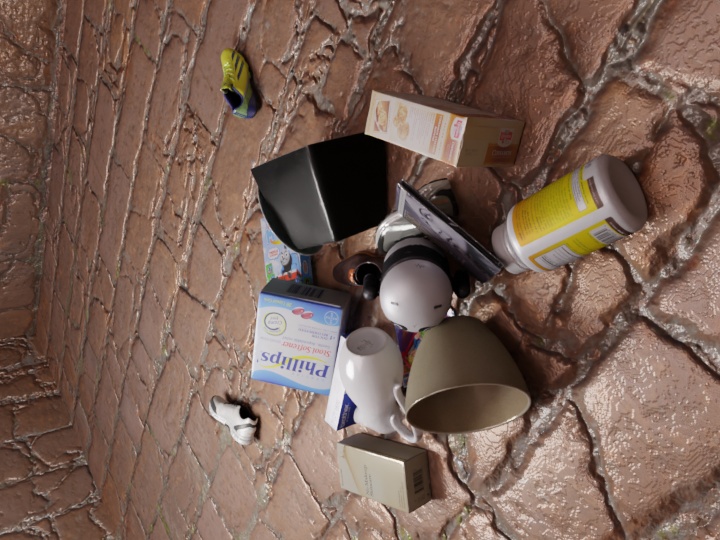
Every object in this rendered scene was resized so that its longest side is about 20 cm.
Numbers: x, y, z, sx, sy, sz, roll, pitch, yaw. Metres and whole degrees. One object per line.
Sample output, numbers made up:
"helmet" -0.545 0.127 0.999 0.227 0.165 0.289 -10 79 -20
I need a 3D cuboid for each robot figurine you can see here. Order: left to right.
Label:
"robot figurine" 0.093 0.022 0.980 0.150 0.201 0.125 -40 103 17

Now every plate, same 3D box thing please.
"plate" -0.146 -0.120 1.212 0.025 0.199 0.203 -26 76 31

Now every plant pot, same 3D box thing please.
"plant pot" -0.061 -0.151 1.133 0.198 0.198 0.181 -9 102 47

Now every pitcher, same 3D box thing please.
"pitcher" 0.043 0.217 1.080 0.170 0.121 0.203 21 133 39

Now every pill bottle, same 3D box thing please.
"pill bottle" 0.283 -0.068 0.815 0.199 0.108 0.111 -31 74 45

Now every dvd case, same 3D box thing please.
"dvd case" 0.133 -0.057 0.924 0.199 0.149 0.016 42 85 7

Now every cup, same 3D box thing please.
"cup" 0.163 0.160 0.946 0.200 0.198 0.145 -43 41 42

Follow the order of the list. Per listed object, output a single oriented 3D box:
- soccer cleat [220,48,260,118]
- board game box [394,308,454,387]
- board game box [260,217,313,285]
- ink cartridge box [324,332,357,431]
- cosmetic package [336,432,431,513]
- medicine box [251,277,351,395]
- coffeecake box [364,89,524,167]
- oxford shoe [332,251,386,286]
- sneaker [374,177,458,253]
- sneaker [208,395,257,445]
"soccer cleat" -0.308 -0.461 1.421 0.065 0.083 0.203 -37 69 44
"board game box" 0.115 0.147 1.084 0.157 0.039 0.204 -14 87 48
"board game box" -0.174 -0.037 1.366 0.150 0.036 0.204 -13 81 48
"ink cartridge box" -0.011 0.223 1.196 0.044 0.093 0.204 30 118 40
"cosmetic package" 0.044 0.404 1.181 0.198 0.072 0.106 -4 93 47
"medicine box" -0.125 0.139 1.238 0.179 0.103 0.204 10 107 6
"coffeecake box" 0.131 -0.226 0.924 0.199 0.152 0.074 31 118 41
"oxford shoe" 0.000 0.000 1.163 0.198 0.072 0.073 -7 92 48
"sneaker" 0.097 -0.081 1.047 0.200 0.073 0.080 -40 73 43
"sneaker" -0.350 0.399 1.627 0.198 0.073 0.081 29 103 36
